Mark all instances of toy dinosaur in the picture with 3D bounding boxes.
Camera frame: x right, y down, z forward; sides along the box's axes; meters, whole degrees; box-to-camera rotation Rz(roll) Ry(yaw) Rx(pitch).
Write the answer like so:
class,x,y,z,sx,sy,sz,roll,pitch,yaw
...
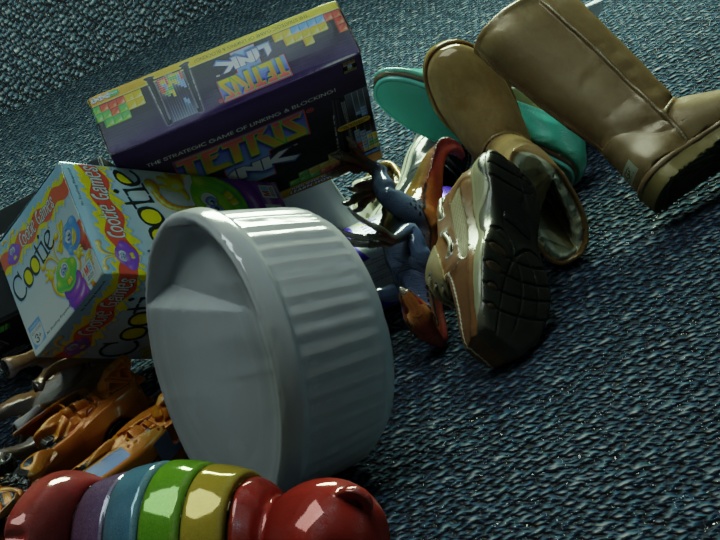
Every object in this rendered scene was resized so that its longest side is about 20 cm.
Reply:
class,x,y,z,sx,sy,sz,roll,pitch,yaw
toy dinosaur,0.041,-0.023,1.627,0.200,0.105,0.182,-29,55,-16

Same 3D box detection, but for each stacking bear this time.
class,x,y,z,sx,sy,sz,roll,pitch,yaw
stacking bear,-0.079,0.160,1.217,0.199,0.122,0.114,-6,27,21

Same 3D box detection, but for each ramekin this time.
class,x,y,z,sx,sy,sz,roll,pitch,yaw
ramekin,-0.057,0.050,1.402,0.094,0.203,0.202,-15,10,-27

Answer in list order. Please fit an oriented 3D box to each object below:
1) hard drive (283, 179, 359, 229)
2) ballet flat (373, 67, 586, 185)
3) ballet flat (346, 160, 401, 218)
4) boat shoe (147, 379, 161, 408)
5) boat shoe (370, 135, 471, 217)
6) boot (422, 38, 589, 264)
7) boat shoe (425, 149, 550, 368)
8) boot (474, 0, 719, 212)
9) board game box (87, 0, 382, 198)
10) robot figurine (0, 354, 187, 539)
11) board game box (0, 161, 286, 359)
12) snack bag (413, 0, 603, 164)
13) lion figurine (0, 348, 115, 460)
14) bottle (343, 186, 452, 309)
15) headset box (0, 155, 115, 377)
class,x,y,z,sx,sy,sz,roll,pitch,yaw
hard drive,-0.090,-0.055,1.751,0.132,0.200,0.027,-34,24,2
ballet flat,0.105,-0.135,1.860,0.067,0.199,0.071,121,173,-50
ballet flat,0.000,-0.043,1.894,0.068,0.063,0.200,-17,16,20
boat shoe,-0.082,0.080,1.555,0.199,0.074,0.068,-15,19,34
boat shoe,0.066,-0.066,1.871,0.062,0.075,0.200,-12,24,27
boot,0.118,-0.101,1.722,0.066,0.175,0.200,-33,11,3
boat shoe,0.088,-0.001,1.558,0.074,0.076,0.200,-34,29,28
boot,0.219,-0.157,1.712,0.175,0.200,0.066,-30,-26,-31
board game box,-0.090,-0.106,1.637,0.199,0.057,0.165,-23,-24,-3
robot figurine,-0.210,0.142,1.501,0.200,0.058,0.145,-37,33,-28
board game box,-0.149,-0.003,1.598,0.200,0.103,0.105,3,-39,-42
snack bag,0.135,-0.161,1.980,0.188,0.021,0.200,-24,-23,-21
lion figurine,-0.223,0.094,1.637,0.122,0.073,0.200,-20,-6,-28
bottle,0.000,0.000,1.731,0.199,0.065,0.084,-24,26,-8
headset box,-0.232,0.004,1.777,0.174,0.093,0.200,-26,-22,13
